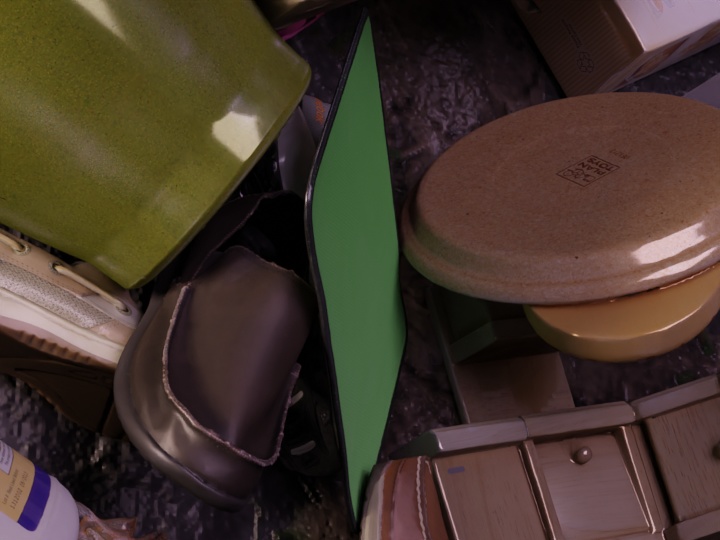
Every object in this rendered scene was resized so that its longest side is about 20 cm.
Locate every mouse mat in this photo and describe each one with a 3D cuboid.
[{"bbox_3d":[0.000,0.000,1.249,0.008,0.200,0.161,2,37,11],"label":"mouse mat"}]

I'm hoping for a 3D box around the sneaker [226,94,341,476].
[{"bbox_3d":[-0.020,0.001,1.307,0.079,0.074,0.201,9,65,-36],"label":"sneaker"}]

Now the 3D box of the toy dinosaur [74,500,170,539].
[{"bbox_3d":[-0.083,0.191,1.170,0.086,0.135,0.201,-8,104,-40],"label":"toy dinosaur"}]

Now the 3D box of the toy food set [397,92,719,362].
[{"bbox_3d":[0.118,-0.030,1.347,0.198,0.200,0.049,-39,128,-38],"label":"toy food set"}]

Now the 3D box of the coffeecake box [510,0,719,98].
[{"bbox_3d":[0.166,-0.200,1.512,0.200,0.073,0.154,-25,82,-37],"label":"coffeecake box"}]

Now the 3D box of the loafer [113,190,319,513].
[{"bbox_3d":[-0.057,0.024,1.182,0.073,0.071,0.200,33,29,-21],"label":"loafer"}]

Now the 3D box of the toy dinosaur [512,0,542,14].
[{"bbox_3d":[0.023,-0.214,1.434,0.088,0.047,0.200,-14,66,-16],"label":"toy dinosaur"}]

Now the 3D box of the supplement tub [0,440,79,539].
[{"bbox_3d":[-0.229,0.094,1.082,0.200,0.145,0.146,38,54,-13],"label":"supplement tub"}]

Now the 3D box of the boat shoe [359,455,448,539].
[{"bbox_3d":[0.045,0.185,1.247,0.074,0.076,0.201,-9,80,9],"label":"boat shoe"}]

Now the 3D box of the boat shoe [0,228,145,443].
[{"bbox_3d":[-0.128,0.023,1.229,0.200,0.072,0.065,24,59,-15],"label":"boat shoe"}]

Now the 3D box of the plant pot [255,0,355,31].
[{"bbox_3d":[-0.011,-0.216,1.233,0.199,0.200,0.177,-21,93,-14],"label":"plant pot"}]

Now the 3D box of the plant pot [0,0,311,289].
[{"bbox_3d":[-0.131,-0.100,1.190,0.193,0.200,0.201,39,54,-9],"label":"plant pot"}]

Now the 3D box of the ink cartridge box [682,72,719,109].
[{"bbox_3d":[0.293,-0.118,1.478,0.146,0.200,0.084,-27,86,-39],"label":"ink cartridge box"}]

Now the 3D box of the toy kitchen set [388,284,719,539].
[{"bbox_3d":[0.135,0.049,1.316,0.200,0.180,0.164,-6,72,-35],"label":"toy kitchen set"}]

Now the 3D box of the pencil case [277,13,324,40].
[{"bbox_3d":[-0.084,-0.207,1.349,0.200,0.091,0.094,60,22,5],"label":"pencil case"}]
